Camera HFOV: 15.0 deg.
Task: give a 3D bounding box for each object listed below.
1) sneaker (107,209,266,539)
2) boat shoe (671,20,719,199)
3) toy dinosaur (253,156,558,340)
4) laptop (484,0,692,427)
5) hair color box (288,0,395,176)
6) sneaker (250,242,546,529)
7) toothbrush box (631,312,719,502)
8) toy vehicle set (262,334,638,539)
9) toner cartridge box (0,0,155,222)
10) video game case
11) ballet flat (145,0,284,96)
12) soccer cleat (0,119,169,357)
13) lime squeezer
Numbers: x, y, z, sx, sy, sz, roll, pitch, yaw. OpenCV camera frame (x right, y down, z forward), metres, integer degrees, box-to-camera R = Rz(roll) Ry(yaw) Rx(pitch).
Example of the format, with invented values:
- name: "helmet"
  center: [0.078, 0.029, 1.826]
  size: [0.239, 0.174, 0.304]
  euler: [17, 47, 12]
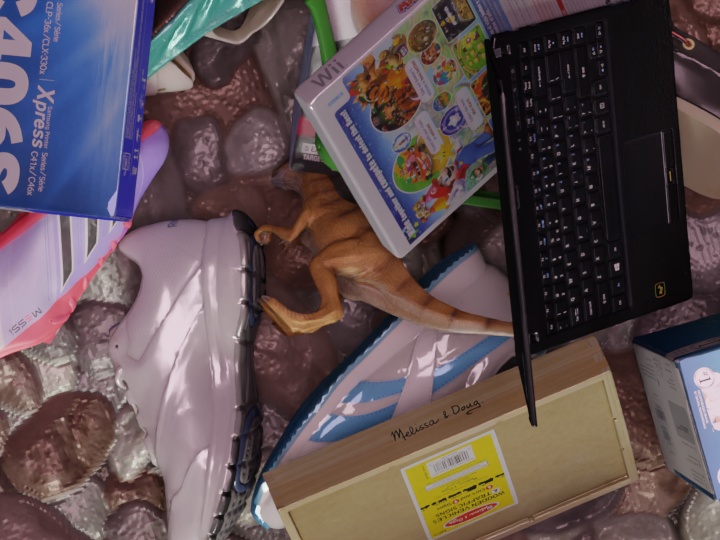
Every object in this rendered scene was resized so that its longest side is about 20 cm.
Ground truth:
- name: "sneaker"
  center: [-0.100, 0.066, 1.553]
  size: [0.087, 0.075, 0.201]
  euler: [1, 86, 9]
- name: "boat shoe"
  center: [0.147, -0.120, 1.558]
  size: [0.201, 0.074, 0.063]
  euler: [33, 54, 5]
- name: "toy dinosaur"
  center: [0.000, 0.000, 1.503]
  size: [0.106, 0.060, 0.200]
  euler: [-42, 61, -8]
- name: "laptop"
  center: [0.125, -0.038, 1.421]
  size: [0.200, 0.103, 0.178]
  euler: [-17, 109, -34]
- name: "hair color box"
  center: [0.024, -0.143, 1.494]
  size: [0.099, 0.061, 0.200]
  euler: [8, 128, -4]
- name: "sneaker"
  center: [0.019, 0.080, 1.549]
  size: [0.200, 0.077, 0.081]
  euler: [-45, 95, 1]
- name: "toothbrush box"
  center: [0.267, 0.054, 1.528]
  size: [0.199, 0.146, 0.086]
  euler: [-17, 94, -4]
- name: "toy vehicle set"
  center: [0.054, 0.116, 1.534]
  size: [0.199, 0.124, 0.027]
  euler: [-22, 54, -2]
- name: "toner cartridge box"
  center: [-0.163, -0.131, 1.484]
  size: [0.095, 0.043, 0.201]
  euler: [5, 90, 8]
- name: "video game case"
  center: [0.066, -0.114, 1.445]
  size: [0.200, 0.143, 0.018]
  euler: [-42, 51, -9]
- name: "ballet flat"
  center: [-0.100, -0.139, 1.533]
  size: [0.200, 0.067, 0.070]
  euler: [-35, 124, 14]
- name: "soccer cleat"
  center: [-0.176, -0.004, 1.541]
  size: [0.200, 0.067, 0.077]
  euler: [-41, 100, 1]
- name: "lime squeezer"
  center: [0.020, -0.071, 1.500]
  size: [0.200, 0.038, 0.071]
  euler: [40, 89, -26]
